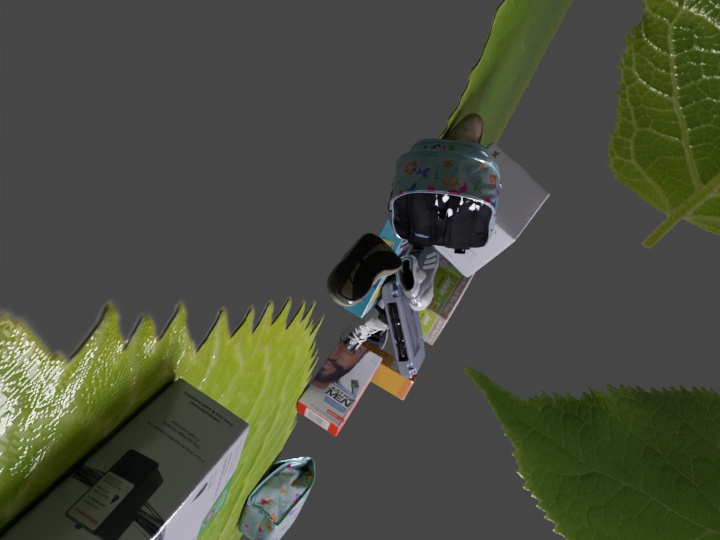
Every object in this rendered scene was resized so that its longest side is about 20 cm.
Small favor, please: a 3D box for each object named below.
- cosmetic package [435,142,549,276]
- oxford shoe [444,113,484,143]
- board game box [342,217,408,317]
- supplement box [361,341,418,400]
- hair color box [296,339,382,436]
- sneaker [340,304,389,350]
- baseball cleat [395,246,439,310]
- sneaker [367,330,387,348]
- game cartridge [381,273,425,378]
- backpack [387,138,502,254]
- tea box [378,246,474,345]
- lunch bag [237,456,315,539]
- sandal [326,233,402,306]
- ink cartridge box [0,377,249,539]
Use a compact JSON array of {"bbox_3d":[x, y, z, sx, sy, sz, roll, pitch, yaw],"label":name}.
[{"bbox_3d":[0.255,-0.126,1.215,0.166,0.167,0.200,-47,178,-29],"label":"cosmetic package"},{"bbox_3d":[0.191,-0.239,1.157,0.201,0.070,0.075,-60,169,-2],"label":"oxford shoe"},{"bbox_3d":[0.048,-0.015,1.151,0.201,0.047,0.151,-63,171,18],"label":"board game box"},{"bbox_3d":[0.040,0.236,1.413,0.067,0.199,0.069,-64,173,26],"label":"supplement box"},{"bbox_3d":[-0.047,0.261,1.304,0.200,0.111,0.064,-54,169,-36],"label":"hair color box"},{"bbox_3d":[0.018,0.137,1.271,0.116,0.076,0.200,-56,-170,-7],"label":"sneaker"},{"bbox_3d":[0.117,-0.015,1.164,0.107,0.069,0.200,56,25,-37],"label":"baseball cleat"},{"bbox_3d":[0.038,0.155,1.538,0.079,0.078,0.201,-54,159,-57],"label":"sneaker"},{"bbox_3d":[0.093,0.107,1.187,0.133,0.041,0.201,-44,122,-72],"label":"game cartridge"},{"bbox_3d":[0.134,-0.122,0.899,0.200,0.177,0.151,57,42,-75],"label":"backpack"},{"bbox_3d":[0.148,0.032,1.369,0.200,0.196,0.134,-54,169,-32],"label":"tea box"},{"bbox_3d":[-0.199,0.569,1.422,0.200,0.122,0.171,-42,160,-46],"label":"lunch bag"},{"bbox_3d":[-0.001,0.000,0.896,0.057,0.080,0.201,-45,175,38],"label":"sandal"},{"bbox_3d":[-0.191,0.210,0.460,0.200,0.083,0.147,-46,163,-52],"label":"ink cartridge box"}]
